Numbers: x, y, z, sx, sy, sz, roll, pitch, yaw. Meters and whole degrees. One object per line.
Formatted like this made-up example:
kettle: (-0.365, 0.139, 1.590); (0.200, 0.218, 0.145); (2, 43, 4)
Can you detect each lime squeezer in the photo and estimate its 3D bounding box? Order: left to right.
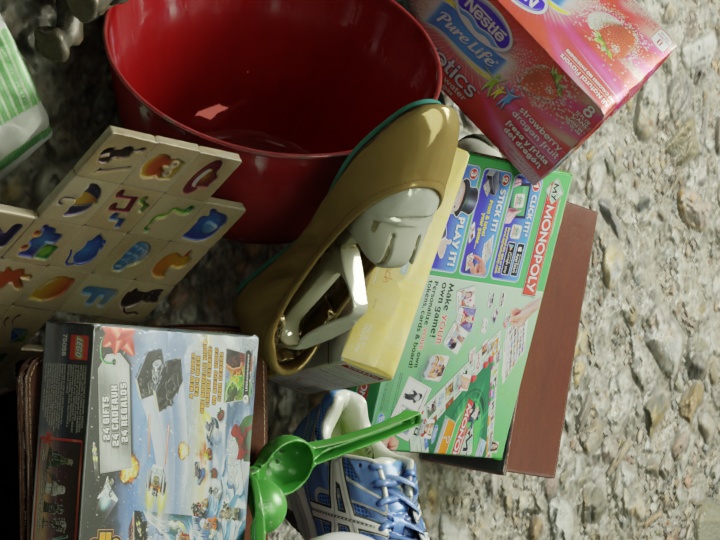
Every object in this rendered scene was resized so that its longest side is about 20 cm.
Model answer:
lime squeezer: (-0.037, 0.131, 1.376); (0.200, 0.070, 0.038); (-48, 159, -53)

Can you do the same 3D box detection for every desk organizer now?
desk organizer: (0.109, 0.045, 1.720); (0.077, 0.071, 0.202); (14, 84, -55)

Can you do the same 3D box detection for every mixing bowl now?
mixing bowl: (-0.058, -0.087, 1.410); (0.200, 0.199, 0.109); (-37, 149, -43)

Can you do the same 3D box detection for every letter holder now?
letter holder: (-0.152, 0.100, 1.367); (0.199, 0.100, 0.144); (-6, 98, -52)

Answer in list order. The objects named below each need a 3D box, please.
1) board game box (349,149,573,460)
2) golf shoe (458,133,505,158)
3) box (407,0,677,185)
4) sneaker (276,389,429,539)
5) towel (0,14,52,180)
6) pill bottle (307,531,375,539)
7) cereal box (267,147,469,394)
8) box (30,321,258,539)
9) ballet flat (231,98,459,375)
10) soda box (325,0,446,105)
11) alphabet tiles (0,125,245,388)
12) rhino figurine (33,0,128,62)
board game box: (0.064, 0.022, 1.586); (0.134, 0.029, 0.202); (8, 97, -45)
golf shoe: (0.052, -0.003, 1.636); (0.088, 0.077, 0.202); (25, 76, -46)
box: (0.093, -0.170, 1.563); (0.200, 0.095, 0.100); (47, 50, 1)
sneaker: (0.005, 0.158, 1.480); (0.075, 0.200, 0.077); (1, 132, -39)
towel: (-0.245, -0.117, 1.272); (0.153, 0.023, 0.201); (-46, 130, -37)
pill bottle: (-0.060, 0.228, 1.413); (0.112, 0.199, 0.113); (21, 58, -38)
cereal box: (0.000, 0.000, 1.477); (0.039, 0.200, 0.145); (21, 79, -12)
box: (-0.118, 0.131, 1.301); (0.136, 0.040, 0.202); (7, 86, -53)
ballet flat: (0.001, -0.012, 1.338); (0.068, 0.200, 0.063); (1, 54, -40)
soda box: (-0.009, -0.153, 1.532); (0.063, 0.070, 0.201); (-48, 131, -33)
alphabet tiles: (-0.158, -0.003, 1.300); (0.167, 0.008, 0.200); (10, 132, -50)
rhino figurine: (-0.171, -0.223, 1.320); (0.088, 0.059, 0.201); (-55, 135, -51)
